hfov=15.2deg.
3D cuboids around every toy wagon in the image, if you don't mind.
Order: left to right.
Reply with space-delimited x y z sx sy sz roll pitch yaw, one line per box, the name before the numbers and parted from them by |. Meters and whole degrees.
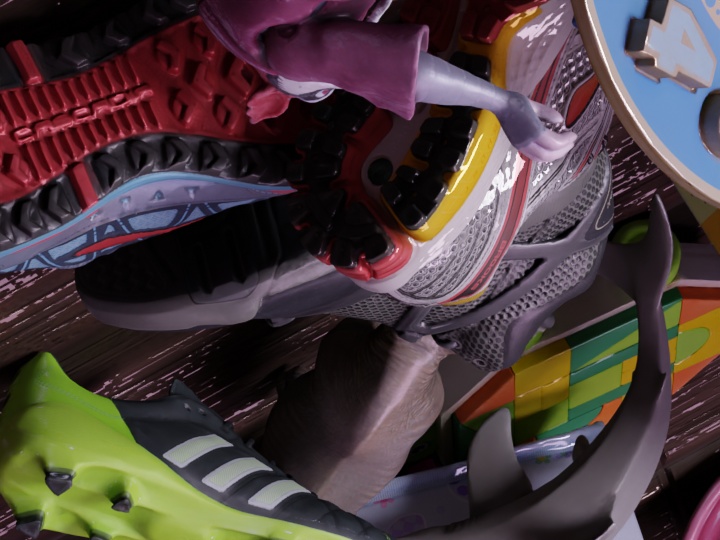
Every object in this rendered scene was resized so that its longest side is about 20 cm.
toy wagon | 0.082 0.050 1.270 0.200 0.040 0.155 -25 155 -8

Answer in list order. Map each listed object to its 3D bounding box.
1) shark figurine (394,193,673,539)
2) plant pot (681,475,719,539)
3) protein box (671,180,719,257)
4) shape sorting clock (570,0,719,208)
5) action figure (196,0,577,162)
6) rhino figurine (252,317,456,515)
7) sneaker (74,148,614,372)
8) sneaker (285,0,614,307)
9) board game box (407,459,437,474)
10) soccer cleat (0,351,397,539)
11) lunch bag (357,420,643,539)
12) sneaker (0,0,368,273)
shark figurine | 0.098 0.084 1.152 0.215 0.128 0.089 -53 -172 -6
plant pot | 0.289 0.189 1.599 0.200 0.200 0.179 -32 171 7
protein box | 0.266 -0.013 1.147 0.135 0.199 0.200 -43 151 28
shape sorting clock | 0.136 -0.116 0.852 0.039 0.200 0.200 4 -177 44
action figure | -0.006 -0.103 0.770 0.149 0.134 0.200 -8 148 -30
rhino figurine | 0.006 0.046 1.114 0.200 0.060 0.088 -54 -171 42
sneaker | 0.000 0.000 0.991 0.199 0.076 0.114 -17 138 7
sneaker | 0.051 -0.078 0.882 0.200 0.078 0.082 -57 145 -3
board game box | -0.059 0.165 1.362 0.200 0.026 0.200 -6 147 -39
soccer cleat | -0.053 0.090 1.078 0.200 0.081 0.068 25 128 -22
lunch bag | 0.034 0.178 1.237 0.200 0.170 0.127 -14 165 -20
sneaker | -0.082 -0.046 0.899 0.200 0.079 0.096 -13 172 -26
